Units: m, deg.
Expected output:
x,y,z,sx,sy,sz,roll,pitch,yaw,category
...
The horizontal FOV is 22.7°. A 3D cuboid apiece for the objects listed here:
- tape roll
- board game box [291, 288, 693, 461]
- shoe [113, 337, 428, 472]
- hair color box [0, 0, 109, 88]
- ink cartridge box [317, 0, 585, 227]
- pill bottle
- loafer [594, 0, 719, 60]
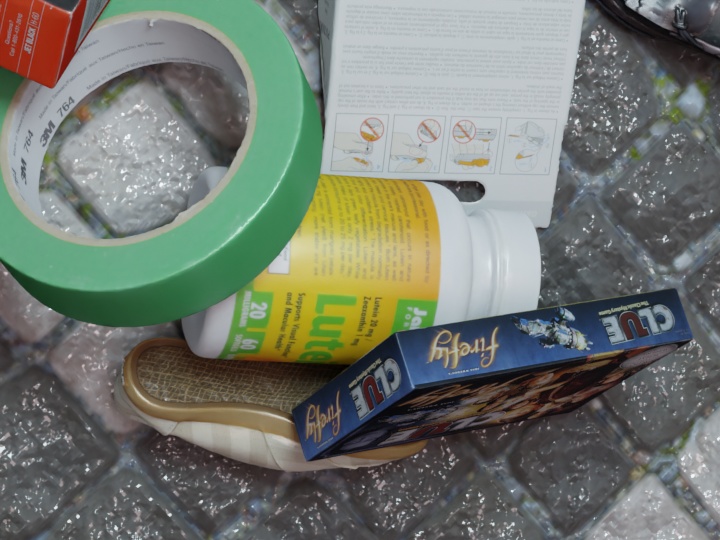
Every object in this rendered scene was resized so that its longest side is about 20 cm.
x,y,z,sx,sy,sz,roll,pitch,yaw,category
-0.122,-0.069,0.992,0.199,0.048,0.201,-6,61,11,tape roll
0.077,0.061,1.048,0.199,0.135,0.035,-8,72,-31,board game box
-0.054,0.083,1.091,0.199,0.053,0.070,12,53,-18,shoe
-0.231,-0.187,0.961,0.199,0.061,0.102,23,47,-2,hair color box
0.053,-0.129,1.107,0.161,0.050,0.201,1,114,-15,ink cartridge box
0.000,0.000,1.060,0.199,0.111,0.112,3,95,-16,pill bottle
0.229,-0.165,1.127,0.199,0.063,0.072,27,89,-16,loafer
